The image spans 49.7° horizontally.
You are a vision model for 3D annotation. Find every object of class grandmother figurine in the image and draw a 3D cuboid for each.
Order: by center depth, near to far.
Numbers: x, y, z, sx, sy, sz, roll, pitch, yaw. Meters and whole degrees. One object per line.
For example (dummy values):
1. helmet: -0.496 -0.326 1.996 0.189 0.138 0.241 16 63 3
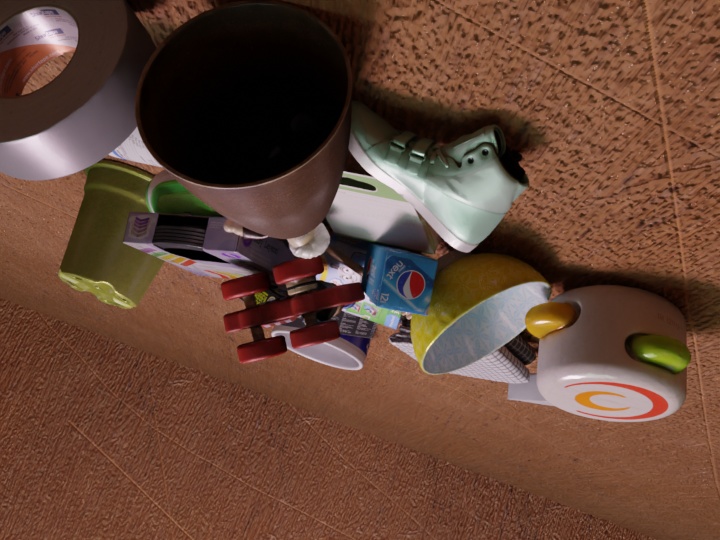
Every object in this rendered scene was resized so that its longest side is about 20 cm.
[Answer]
1. grandmother figurine: -0.120 -0.087 0.946 0.200 0.061 0.121 41 113 -9

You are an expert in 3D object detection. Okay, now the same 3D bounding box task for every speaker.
1. speaker: -0.213 -0.107 1.061 0.199 0.089 0.088 -1 153 47

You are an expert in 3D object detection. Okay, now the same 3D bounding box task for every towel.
1. towel: 0.172 0.119 1.303 0.199 0.086 0.165 2 156 39

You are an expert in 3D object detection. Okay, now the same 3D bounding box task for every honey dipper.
1. honey dipper: 0.000 0.000 1.101 0.200 0.038 0.038 35 159 -11

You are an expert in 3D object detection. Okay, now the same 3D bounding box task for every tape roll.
1. tape roll: -0.296 -0.188 0.734 0.199 0.201 0.066 14 159 19

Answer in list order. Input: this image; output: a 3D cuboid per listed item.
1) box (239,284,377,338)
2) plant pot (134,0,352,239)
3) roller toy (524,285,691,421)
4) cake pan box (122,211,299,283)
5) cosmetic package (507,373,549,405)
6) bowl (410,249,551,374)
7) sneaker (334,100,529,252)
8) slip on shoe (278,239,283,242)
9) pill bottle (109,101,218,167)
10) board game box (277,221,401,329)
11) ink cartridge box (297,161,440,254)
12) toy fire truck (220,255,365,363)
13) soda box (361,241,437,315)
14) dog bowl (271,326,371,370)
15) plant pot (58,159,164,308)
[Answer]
1. box: -0.092 0.055 1.288 0.199 0.044 0.160 12 -170 -37
2. plant pot: -0.088 -0.115 0.740 0.186 0.188 0.200 16 161 13
3. roller toy: 0.323 0.104 1.009 0.199 0.140 0.183 -1 151 24
4. cake pan box: -0.201 -0.030 1.086 0.183 0.053 0.200 4 167 21
5. cosmetic package: 0.375 0.210 1.322 0.199 0.052 0.151 13 165 -31
6. bowl: 0.139 0.037 1.026 0.108 0.200 0.200 58 179 27
7. sneaker: 0.075 -0.125 0.770 0.200 0.074 0.118 42 123 -4
8. slip on shoe: -0.140 -0.031 1.246 0.199 0.061 0.076 2 139 -1
9. pill bottle: -0.224 -0.171 0.847 0.199 0.113 0.112 15 161 19
10. board game box: -0.022 0.002 1.168 0.199 0.037 0.152 19 140 5
11. ink cartridge box: 0.012 -0.088 0.932 0.145 0.048 0.200 14 161 20
12. toy fire truck: -0.083 0.047 1.060 0.199 0.113 0.168 -16 178 23
13. soda box: 0.045 0.006 0.990 0.064 0.068 0.200 10 -176 -7
14. dog bowl: -0.077 0.131 1.595 0.199 0.079 0.200 18 161 6
15. plant pot: -0.384 -0.046 1.250 0.199 0.185 0.201 17 161 6
